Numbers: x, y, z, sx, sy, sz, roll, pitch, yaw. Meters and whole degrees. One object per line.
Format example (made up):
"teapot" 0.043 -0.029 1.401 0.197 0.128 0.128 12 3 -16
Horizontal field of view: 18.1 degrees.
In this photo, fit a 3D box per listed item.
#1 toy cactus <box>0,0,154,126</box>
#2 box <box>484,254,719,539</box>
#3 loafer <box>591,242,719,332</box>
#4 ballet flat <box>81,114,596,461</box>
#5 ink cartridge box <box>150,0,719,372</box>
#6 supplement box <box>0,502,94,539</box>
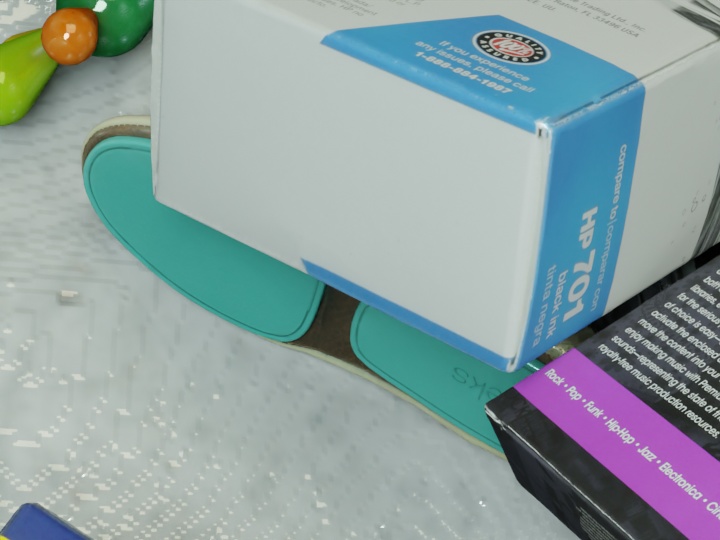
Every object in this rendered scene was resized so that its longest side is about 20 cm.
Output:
"toy cactus" -0.078 -0.133 0.794 0.165 0.102 0.201 24 76 -38
"box" 0.152 0.025 0.619 0.200 0.036 0.143 -32 31 -10
"loafer" 0.120 0.023 0.719 0.068 0.070 0.201 29 23 -28
"ballet flat" 0.000 0.000 0.765 0.200 0.070 0.070 32 60 5
"ink cartridge box" 0.054 -0.064 0.712 0.146 0.086 0.200 26 34 32
"supplement box" -0.105 0.184 0.605 0.109 0.109 0.200 32 60 6
